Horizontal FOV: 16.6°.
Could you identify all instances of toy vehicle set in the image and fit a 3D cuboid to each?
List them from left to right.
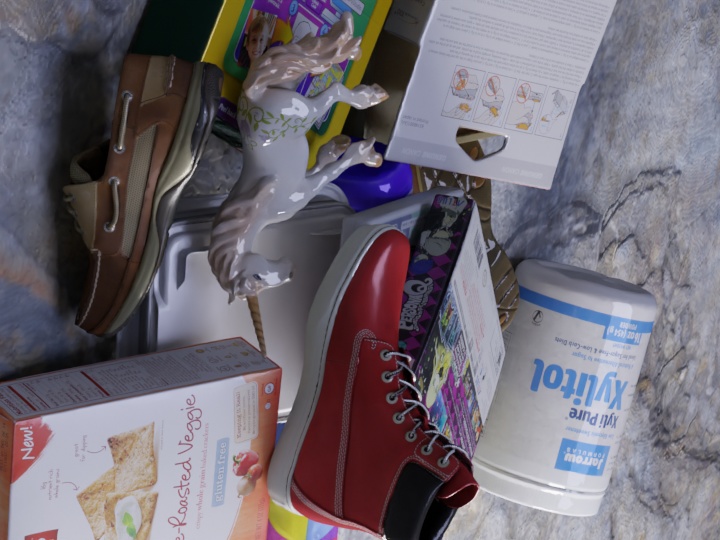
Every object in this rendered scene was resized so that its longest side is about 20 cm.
[{"bbox_3d":[0.074,-0.158,1.868,0.199,0.026,0.125,-13,119,-37],"label":"toy vehicle set"}]

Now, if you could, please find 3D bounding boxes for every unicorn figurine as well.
[{"bbox_3d":[-0.046,-0.068,1.617,0.137,0.074,0.201,-28,124,-28],"label":"unicorn figurine"}]

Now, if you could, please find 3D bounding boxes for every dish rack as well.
[{"bbox_3d":[-0.075,0.033,1.690,0.199,0.043,0.173,-8,109,-39],"label":"dish rack"}]

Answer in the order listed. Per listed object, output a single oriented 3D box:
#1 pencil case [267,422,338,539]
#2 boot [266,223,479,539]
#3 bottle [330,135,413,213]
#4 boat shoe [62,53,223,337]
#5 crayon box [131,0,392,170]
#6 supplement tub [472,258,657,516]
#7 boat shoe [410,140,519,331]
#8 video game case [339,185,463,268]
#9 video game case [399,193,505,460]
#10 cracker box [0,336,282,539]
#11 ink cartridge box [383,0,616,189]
[{"bbox_3d":[-0.054,0.151,1.836,0.088,0.088,0.202,-15,119,-58],"label":"pencil case"},{"bbox_3d":[0.030,0.078,1.604,0.072,0.144,0.202,12,93,-55],"label":"boot"},{"bbox_3d":[0.000,0.000,1.837,0.065,0.083,0.201,-47,143,-45],"label":"bottle"},{"bbox_3d":[-0.148,-0.053,1.551,0.076,0.073,0.201,-90,-159,-60],"label":"boat shoe"},{"bbox_3d":[-0.059,-0.172,1.652,0.200,0.058,0.174,31,78,-61],"label":"crayon box"},{"bbox_3d":[0.175,0.101,2.169,0.132,0.131,0.202,2,103,-61],"label":"supplement tub"},{"bbox_3d":[0.065,-0.041,1.953,0.072,0.067,0.201,-35,119,-35],"label":"boat shoe"},{"bbox_3d":[0.022,0.040,1.763,0.200,0.023,0.184,-22,121,-67],"label":"video game case"},{"bbox_3d":[0.055,0.076,1.781,0.201,0.036,0.182,74,31,-55],"label":"video game case"},{"bbox_3d":[-0.151,0.128,1.594,0.199,0.058,0.135,-10,118,-33],"label":"cracker box"},{"bbox_3d":[0.096,-0.160,1.824,0.199,0.045,0.177,8,106,-48],"label":"ink cartridge box"}]
